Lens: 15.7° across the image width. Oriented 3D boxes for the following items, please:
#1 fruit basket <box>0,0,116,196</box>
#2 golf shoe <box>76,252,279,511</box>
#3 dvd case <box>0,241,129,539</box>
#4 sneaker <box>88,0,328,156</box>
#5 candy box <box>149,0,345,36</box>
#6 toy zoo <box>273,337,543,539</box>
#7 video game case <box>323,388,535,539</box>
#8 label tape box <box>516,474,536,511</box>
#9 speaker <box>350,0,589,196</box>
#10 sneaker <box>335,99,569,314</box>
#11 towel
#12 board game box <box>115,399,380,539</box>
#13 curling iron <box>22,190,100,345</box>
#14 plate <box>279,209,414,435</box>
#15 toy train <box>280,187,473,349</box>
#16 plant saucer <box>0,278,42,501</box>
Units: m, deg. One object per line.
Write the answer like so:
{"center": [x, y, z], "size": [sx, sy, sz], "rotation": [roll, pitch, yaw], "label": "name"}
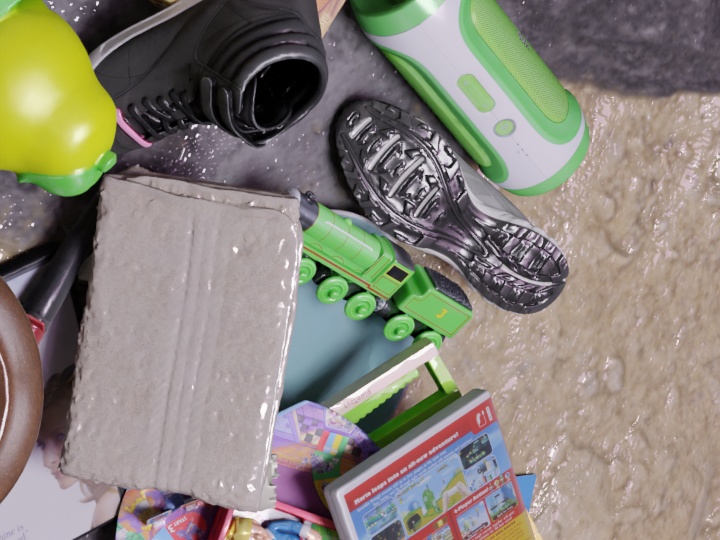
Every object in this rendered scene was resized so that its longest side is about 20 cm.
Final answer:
{"center": [-0.223, -0.130, 1.471], "size": [0.215, 0.155, 0.217], "rotation": [-3, 95, -28], "label": "fruit basket"}
{"center": [-0.116, 0.067, 1.661], "size": [0.097, 0.078, 0.201], "rotation": [-20, 88, -8], "label": "golf shoe"}
{"center": [-0.226, 0.097, 1.642], "size": [0.142, 0.018, 0.201], "rotation": [-27, 120, -28], "label": "dvd case"}
{"center": [-0.104, -0.104, 1.573], "size": [0.200, 0.099, 0.071], "rotation": [-34, 136, 13], "label": "sneaker"}
{"center": [-0.091, -0.212, 1.616], "size": [0.200, 0.055, 0.116], "rotation": [36, 83, -42], "label": "candy box"}
{"center": [0.039, 0.163, 1.776], "size": [0.131, 0.020, 0.200], "rotation": [-33, 108, -8], "label": "toy zoo"}
{"center": [0.060, 0.199, 1.740], "size": [0.143, 0.017, 0.201], "rotation": [-31, 113, -32], "label": "video game case"}
{"center": [0.088, 0.257, 1.905], "size": [0.144, 0.063, 0.201], "rotation": [0, 107, -51], "label": "label tape box"}
{"center": [0.076, -0.136, 1.753], "size": [0.089, 0.088, 0.200], "rotation": [-53, 130, -11], "label": "speaker"}
{"center": [0.055, -0.046, 1.789], "size": [0.200, 0.079, 0.074], "rotation": [41, 97, -24], "label": "sneaker"}
{"center": [-0.110, 0.041, 1.609], "size": [0.132, 0.034, 0.201], "rotation": [10, 95, 3], "label": "towel"}
{"center": [-0.058, 0.183, 1.700], "size": [0.199, 0.039, 0.158], "rotation": [-25, 90, -10], "label": "board game box"}
{"center": [-0.211, 0.033, 1.601], "size": [0.200, 0.026, 0.050], "rotation": [-53, 128, -13], "label": "curling iron"}
{"center": [-0.043, 0.053, 1.769], "size": [0.200, 0.026, 0.201], "rotation": [-15, 115, -34], "label": "plate"}
{"center": [0.000, 0.000, 1.732], "size": [0.056, 0.042, 0.200], "rotation": [-44, 134, 17], "label": "toy train"}
{"center": [-0.278, 0.073, 1.530], "size": [0.200, 0.037, 0.201], "rotation": [-1, 92, -24], "label": "plant saucer"}
